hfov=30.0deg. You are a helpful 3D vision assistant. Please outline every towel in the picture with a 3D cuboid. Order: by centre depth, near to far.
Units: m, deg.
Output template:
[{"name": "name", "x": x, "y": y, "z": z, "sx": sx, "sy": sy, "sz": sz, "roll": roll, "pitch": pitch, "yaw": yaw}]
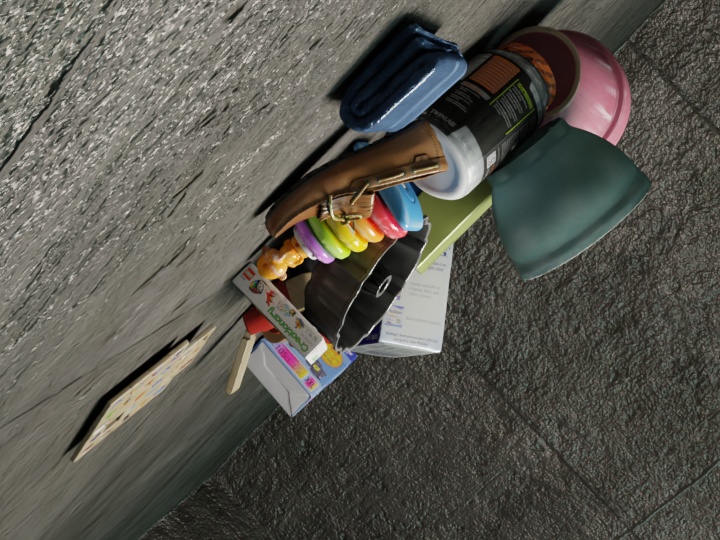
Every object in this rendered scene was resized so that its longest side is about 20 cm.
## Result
[{"name": "towel", "x": 0.041, "y": -0.177, "z": 1.273, "sx": 0.112, "sy": 0.049, "sz": 0.200, "roll": -42, "pitch": 178, "yaw": 14}]

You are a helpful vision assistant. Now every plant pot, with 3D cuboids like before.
[{"name": "plant pot", "x": 0.239, "y": -0.102, "z": 1.666, "sx": 0.200, "sy": 0.134, "sz": 0.200, "roll": -39, "pitch": -174, "yaw": 5}, {"name": "plant pot", "x": 0.254, "y": -0.242, "z": 1.819, "sx": 0.200, "sy": 0.200, "sz": 0.179, "roll": -45, "pitch": 161, "yaw": 9}]

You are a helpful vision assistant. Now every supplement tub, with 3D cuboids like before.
[{"name": "supplement tub", "x": 0.143, "y": -0.186, "z": 1.635, "sx": 0.200, "sy": 0.123, "sz": 0.123, "roll": -41, "pitch": 174, "yaw": -30}]

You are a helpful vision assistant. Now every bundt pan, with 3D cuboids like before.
[{"name": "bundt pan", "x": 0.000, "y": 0.000, "z": 1.659, "sx": 0.202, "sy": 0.076, "sz": 0.202, "roll": -51, "pitch": 164, "yaw": -21}]

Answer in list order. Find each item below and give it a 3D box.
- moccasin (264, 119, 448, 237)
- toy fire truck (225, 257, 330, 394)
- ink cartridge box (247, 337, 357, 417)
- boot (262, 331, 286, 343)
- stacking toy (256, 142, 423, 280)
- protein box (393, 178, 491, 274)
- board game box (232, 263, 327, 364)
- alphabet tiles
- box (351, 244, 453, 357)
[{"name": "moccasin", "x": -0.004, "y": -0.082, "z": 1.386, "sx": 0.200, "sy": 0.078, "sz": 0.074, "roll": -26, "pitch": -178, "yaw": -14}, {"name": "toy fire truck", "x": -0.107, "y": 0.087, "z": 1.938, "sx": 0.199, "sy": 0.130, "sz": 0.176, "roll": -23, "pitch": 163, "yaw": 16}, {"name": "ink cartridge box", "x": -0.099, "y": 0.149, "z": 2.394, "sx": 0.076, "sy": 0.137, "sz": 0.200, "roll": -43, "pitch": 177, "yaw": 35}, {"name": "boot", "x": -0.067, "y": 0.032, "z": 2.103, "sx": 0.200, "sy": 0.074, "sz": 0.155, "roll": -37, "pitch": 179, "yaw": 13}, {"name": "stacking toy", "x": -0.035, "y": -0.049, "z": 1.540, "sx": 0.199, "sy": 0.117, "sz": 0.110, "roll": -34, "pitch": 175, "yaw": 12}, {"name": "protein box", "x": 0.102, "y": -0.113, "z": 1.838, "sx": 0.199, "sy": 0.135, "sz": 0.200, "roll": -45, "pitch": 175, "yaw": 2}, {"name": "board game box", "x": -0.096, "y": 0.057, "z": 1.663, "sx": 0.035, "sy": 0.126, "sz": 0.200, "roll": -44, "pitch": 175, "yaw": -4}, {"name": "alphabet tiles", "x": -0.259, "y": 0.141, "z": 1.637, "sx": 0.200, "sy": 0.008, "sz": 0.167, "roll": -41, "pitch": 174, "yaw": -40}, {"name": "box", "x": 0.054, "y": 0.023, "z": 2.035, "sx": 0.184, "sy": 0.104, "sz": 0.202, "roll": 163, "pitch": -64, "yaw": -70}]
